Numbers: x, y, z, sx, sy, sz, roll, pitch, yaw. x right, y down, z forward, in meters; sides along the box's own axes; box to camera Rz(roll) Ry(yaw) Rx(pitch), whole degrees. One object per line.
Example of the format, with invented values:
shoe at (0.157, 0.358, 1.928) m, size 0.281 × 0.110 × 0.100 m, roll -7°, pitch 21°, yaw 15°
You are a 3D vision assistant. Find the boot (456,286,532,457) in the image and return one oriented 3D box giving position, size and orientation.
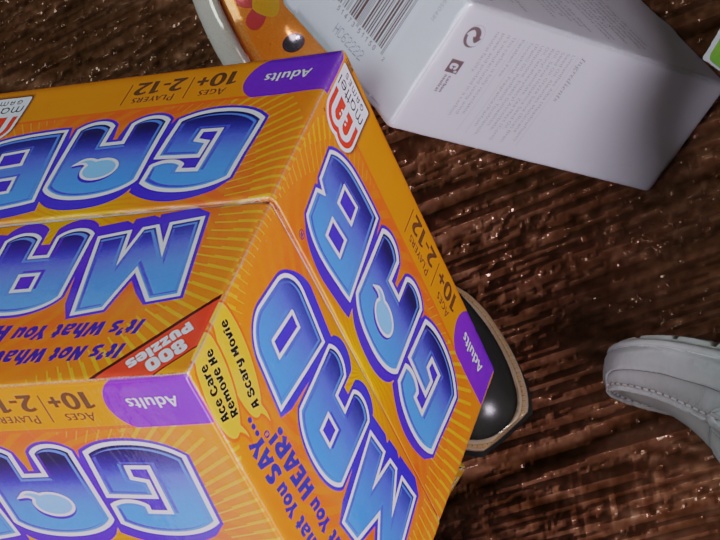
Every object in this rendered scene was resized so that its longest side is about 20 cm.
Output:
boot at (0.000, 0.000, 1.231) m, size 0.077 × 0.138 × 0.200 m, roll -43°, pitch 67°, yaw -5°

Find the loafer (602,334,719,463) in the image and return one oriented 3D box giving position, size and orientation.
loafer at (0.189, 0.076, 1.106) m, size 0.199 × 0.070 × 0.070 m, roll 15°, pitch 85°, yaw 44°

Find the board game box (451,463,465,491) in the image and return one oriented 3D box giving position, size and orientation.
board game box at (-0.052, 0.134, 1.339) m, size 0.165 × 0.057 × 0.201 m, roll 45°, pitch 114°, yaw 37°

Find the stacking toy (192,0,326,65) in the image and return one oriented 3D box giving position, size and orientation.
stacking toy at (0.018, -0.171, 1.293) m, size 0.199 × 0.146 × 0.147 m, roll -27°, pitch 64°, yaw 20°

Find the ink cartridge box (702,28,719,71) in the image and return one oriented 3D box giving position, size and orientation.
ink cartridge box at (0.267, -0.098, 1.056) m, size 0.200 × 0.076 × 0.148 m, roll 46°, pitch 115°, yaw 40°

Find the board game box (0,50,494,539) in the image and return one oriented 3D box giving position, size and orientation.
board game box at (-0.086, 0.049, 1.095) m, size 0.199 × 0.201 × 0.200 m, roll -5°, pitch 41°, yaw 28°

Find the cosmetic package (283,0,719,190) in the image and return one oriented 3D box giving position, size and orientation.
cosmetic package at (0.071, -0.108, 1.158) m, size 0.071 × 0.199 × 0.102 m, roll -55°, pitch 51°, yaw 21°
